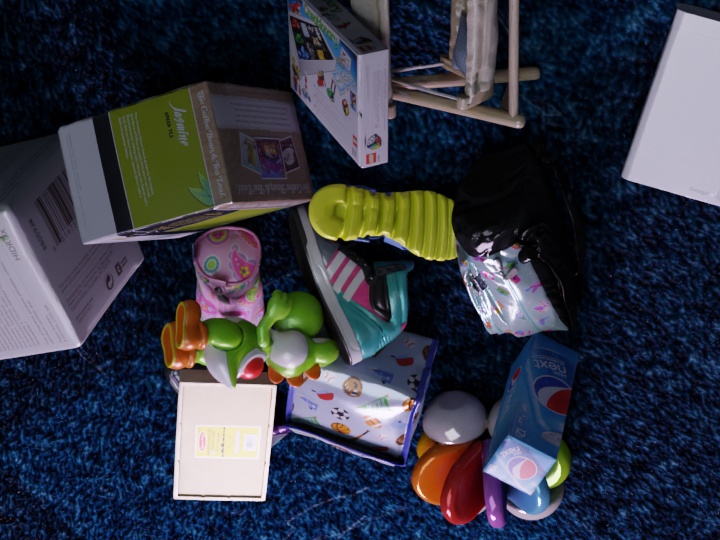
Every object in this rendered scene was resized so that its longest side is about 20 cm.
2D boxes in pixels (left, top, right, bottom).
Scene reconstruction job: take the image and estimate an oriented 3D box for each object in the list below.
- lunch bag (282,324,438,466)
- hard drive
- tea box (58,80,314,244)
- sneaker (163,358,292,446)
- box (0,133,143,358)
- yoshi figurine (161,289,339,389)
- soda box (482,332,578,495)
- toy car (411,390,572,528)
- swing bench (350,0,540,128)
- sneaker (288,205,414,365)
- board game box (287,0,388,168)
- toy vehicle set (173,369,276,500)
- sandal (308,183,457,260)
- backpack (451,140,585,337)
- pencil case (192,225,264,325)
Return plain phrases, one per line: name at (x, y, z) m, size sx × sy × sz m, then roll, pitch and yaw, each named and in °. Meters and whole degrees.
lunch bag at (-0.005, 0.163, 1.656) m, size 0.170 × 0.124 × 0.200 m, roll 18°, pitch 141°, yaw 5°
hard drive at (0.364, -0.167, 1.375) m, size 0.132 × 0.026 × 0.200 m, roll 16°, pitch 125°, yaw 6°
tea box at (-0.186, -0.115, 1.451) m, size 0.196 × 0.200 × 0.134 m, roll -13°, pitch 89°, yaw 23°
sneaker at (-0.168, 0.160, 1.739) m, size 0.087 × 0.075 × 0.200 m, roll -33°, pitch 120°, yaw 21°
box at (-0.403, -0.029, 1.587) m, size 0.171 × 0.199 × 0.200 m, roll -9°, pitch 120°, yaw 23°
yoshi figurine at (-0.122, 0.065, 1.521) m, size 0.199 × 0.112 × 0.112 m, roll 6°, pitch 108°, yaw -24°
soda box at (0.201, 0.162, 1.537) m, size 0.064 × 0.200 × 0.068 m, roll 27°, pitch 127°, yaw -2°
toy car at (0.159, 0.252, 1.641) m, size 0.199 × 0.150 × 0.175 m, roll 0°, pitch 122°, yaw 17°
swing bench at (0.078, -0.265, 1.334) m, size 0.199 × 0.130 × 0.199 m, roll 5°, pitch 125°, yaw 14°
sneaker at (0.000, 0.000, 1.568) m, size 0.084 × 0.120 × 0.200 m, roll 128°, pitch 120°, yaw -74°
board game box at (-0.025, -0.209, 1.374) m, size 0.035 × 0.200 × 0.127 m, roll -13°, pitch 127°, yaw -19°
toy vehicle set at (-0.178, 0.217, 1.718) m, size 0.124 × 0.027 × 0.200 m, roll 3°, pitch 123°, yaw -8°
sandal at (0.035, -0.061, 1.521) m, size 0.199 × 0.087 × 0.080 m, roll 13°, pitch 93°, yaw -11°
backpack at (0.175, -0.019, 1.465) m, size 0.126 × 0.167 × 0.200 m, roll -5°, pitch 133°, yaw 27°
pencil case at (-0.158, 0.024, 1.582) m, size 0.087 × 0.088 × 0.200 m, roll 18°, pitch 154°, yaw 5°
